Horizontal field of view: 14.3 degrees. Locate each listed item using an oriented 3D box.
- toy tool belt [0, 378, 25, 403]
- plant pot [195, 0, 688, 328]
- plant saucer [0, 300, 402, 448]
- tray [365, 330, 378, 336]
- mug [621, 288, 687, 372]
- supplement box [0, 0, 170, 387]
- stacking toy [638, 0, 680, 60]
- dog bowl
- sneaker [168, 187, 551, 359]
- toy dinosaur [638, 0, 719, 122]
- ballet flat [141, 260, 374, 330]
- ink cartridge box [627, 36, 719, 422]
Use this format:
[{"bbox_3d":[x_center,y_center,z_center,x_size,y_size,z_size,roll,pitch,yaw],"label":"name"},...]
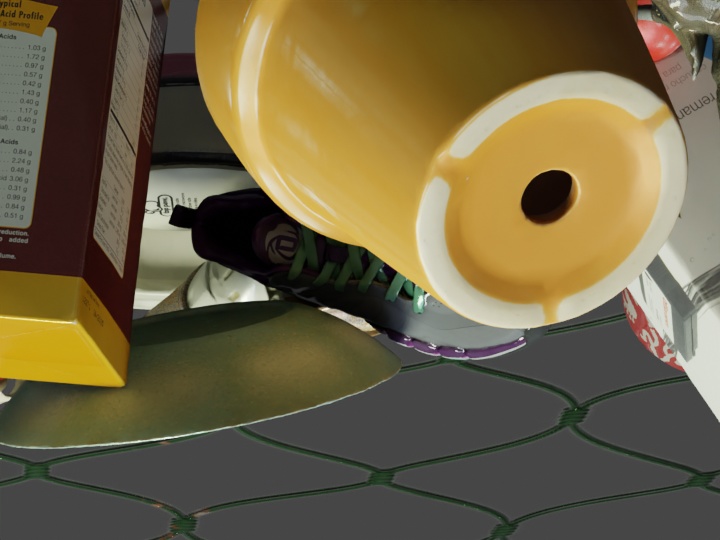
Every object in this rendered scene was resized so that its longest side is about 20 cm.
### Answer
[{"bbox_3d":[-0.170,-0.041,1.395,0.123,0.200,0.125,-18,162,36],"label":"toy tool belt"},{"bbox_3d":[0.048,-0.073,1.260,0.200,0.183,0.200,-11,125,-16],"label":"plant pot"},{"bbox_3d":[-0.081,0.044,1.375,0.201,0.039,0.201,-9,-174,1],"label":"plant saucer"},{"bbox_3d":[0.003,0.020,1.671,0.099,0.037,0.200,-16,179,28],"label":"tray"},{"bbox_3d":[0.222,-0.008,1.590,0.177,0.133,0.200,32,164,10],"label":"mug"},{"bbox_3d":[-0.198,-0.066,1.269,0.197,0.200,0.133,5,166,5],"label":"supplement box"},{"bbox_3d":[0.070,-0.106,1.433,0.200,0.085,0.085,-17,154,21],"label":"stacking toy"},{"bbox_3d":[-0.095,-0.048,1.546,0.200,0.074,0.200,-3,158,-1],"label":"dog bowl"},{"bbox_3d":[0.000,0.000,1.390,0.200,0.074,0.088,11,-174,40],"label":"sneaker"},{"bbox_3d":[0.202,-0.073,1.364,0.077,0.200,0.102,-35,-162,-22],"label":"toy dinosaur"},{"bbox_3d":[-0.032,0.003,1.521,0.200,0.068,0.067,-12,137,8],"label":"ballet flat"},{"bbox_3d":[0.211,-0.020,1.438,0.145,0.200,0.084,-29,163,-15],"label":"ink cartridge box"}]
